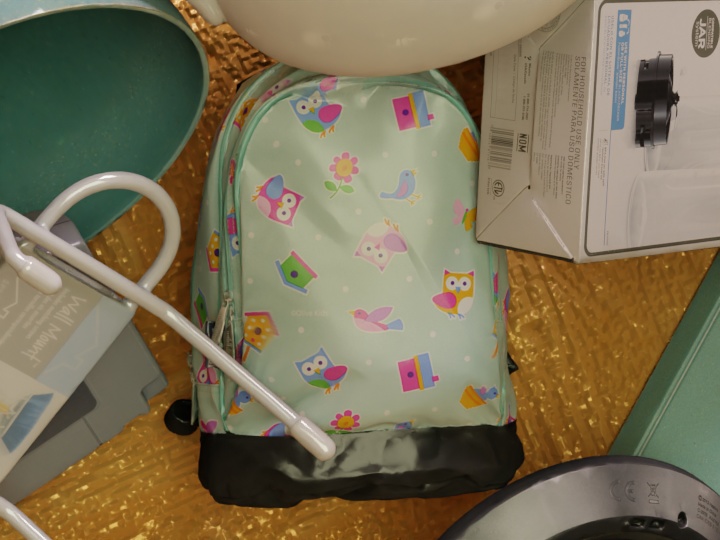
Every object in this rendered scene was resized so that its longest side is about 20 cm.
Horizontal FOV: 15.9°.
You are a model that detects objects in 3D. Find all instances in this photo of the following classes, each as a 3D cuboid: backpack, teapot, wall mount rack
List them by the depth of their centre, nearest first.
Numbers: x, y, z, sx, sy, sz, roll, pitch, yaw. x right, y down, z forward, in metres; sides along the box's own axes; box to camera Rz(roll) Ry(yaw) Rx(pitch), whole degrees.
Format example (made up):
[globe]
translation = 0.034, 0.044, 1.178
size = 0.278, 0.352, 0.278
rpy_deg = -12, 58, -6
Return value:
[teapot]
translation = 0.007, -0.181, 1.024
size = 0.200, 0.197, 0.146
rpy_deg = -62, 146, -41
[wall mount rack]
translation = -0.119, 0.066, 1.068
size = 0.174, 0.075, 0.200
rpy_deg = 33, 103, -34
[backpack]
translation = 0.000, 0.000, 1.137
size = 0.166, 0.127, 0.201
rpy_deg = -3, 95, -12

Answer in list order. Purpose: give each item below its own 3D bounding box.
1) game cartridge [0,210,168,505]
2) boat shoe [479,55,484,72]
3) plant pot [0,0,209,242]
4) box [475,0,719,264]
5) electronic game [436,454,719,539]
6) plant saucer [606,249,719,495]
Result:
[game cartridge]
translation = -0.190, 0.062, 1.109
size = 0.200, 0.042, 0.133
rpy_deg = -34, 133, -8
[boat shoe]
translation = 0.086, -0.111, 1.182
size = 0.199, 0.071, 0.065
rpy_deg = 13, 88, -13
[plant pot]
translation = -0.182, -0.093, 1.084
size = 0.200, 0.200, 0.135
rpy_deg = -28, 66, -10
[box]
translation = 0.141, -0.071, 1.120
size = 0.200, 0.060, 0.117
rpy_deg = -5, 103, -44
[electronic game]
translation = 0.095, 0.175, 1.176
size = 0.199, 0.042, 0.201
rpy_deg = -11, 118, -21
[plant saucer]
translation = 0.180, 0.050, 1.233
size = 0.070, 0.019, 0.200
rpy_deg = 30, 84, -11
